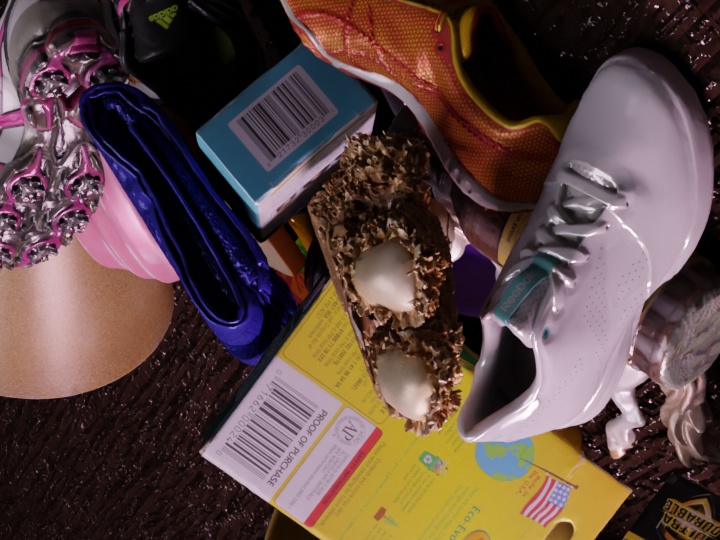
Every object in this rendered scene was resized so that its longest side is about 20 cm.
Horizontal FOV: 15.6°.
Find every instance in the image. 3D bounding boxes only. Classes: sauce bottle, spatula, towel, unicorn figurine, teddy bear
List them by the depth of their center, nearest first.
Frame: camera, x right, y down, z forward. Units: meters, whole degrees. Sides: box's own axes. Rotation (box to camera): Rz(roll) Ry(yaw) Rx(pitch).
[{"bbox_3d":[0.021,0.002,1.232,0.200,0.066,0.146,-159,52,-87],"label":"teddy bear"},{"bbox_3d":[0.094,-0.021,1.283,0.200,0.065,0.065,38,158,28],"label":"sauce bottle"},{"bbox_3d":[0.102,0.025,1.357,0.199,0.074,0.138,14,145,30],"label":"unicorn figurine"},{"bbox_3d":[0.038,-0.053,1.391,0.056,0.021,0.201,-13,118,22],"label":"spatula"},{"bbox_3d":[-0.086,-0.025,1.415,0.148,0.049,0.200,58,177,8],"label":"towel"}]

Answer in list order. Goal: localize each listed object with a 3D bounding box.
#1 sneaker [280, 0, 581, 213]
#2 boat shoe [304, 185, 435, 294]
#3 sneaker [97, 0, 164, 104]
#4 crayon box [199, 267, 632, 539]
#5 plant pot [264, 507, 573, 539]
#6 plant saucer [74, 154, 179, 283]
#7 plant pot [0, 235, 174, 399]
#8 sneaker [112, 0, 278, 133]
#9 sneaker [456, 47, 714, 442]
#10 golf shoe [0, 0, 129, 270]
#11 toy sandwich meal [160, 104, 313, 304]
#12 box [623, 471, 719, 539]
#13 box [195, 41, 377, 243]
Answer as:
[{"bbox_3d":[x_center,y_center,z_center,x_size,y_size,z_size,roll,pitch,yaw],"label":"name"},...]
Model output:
[{"bbox_3d":[0.035,-0.113,1.262,0.200,0.073,0.077,41,133,24],"label":"sneaker"},{"bbox_3d":[0.000,0.000,1.476,0.072,0.072,0.201,-123,33,-44],"label":"boat shoe"},{"bbox_3d":[-0.151,-0.186,1.486,0.200,0.078,0.079,57,152,-13],"label":"sneaker"},{"bbox_3d":[0.030,0.102,1.412,0.200,0.127,0.051,37,-169,-6],"label":"crayon box"},{"bbox_3d":[0.051,0.158,1.568,0.142,0.201,0.200,30,167,-21],"label":"plant pot"},{"bbox_3d":[-0.164,-0.081,1.612,0.201,0.051,0.201,-23,-90,-83],"label":"plant saucer"},{"bbox_3d":[-0.222,-0.048,1.780,0.186,0.186,0.201,37,145,30],"label":"plant pot"},{"bbox_3d":[-0.105,-0.153,1.398,0.200,0.073,0.088,60,-166,-25],"label":"sneaker"},{"bbox_3d":[0.095,-0.002,1.181,0.075,0.088,0.201,35,125,31],"label":"sneaker"},{"bbox_3d":[-0.183,-0.086,1.486,0.092,0.072,0.201,62,143,36],"label":"golf shoe"},{"bbox_3d":[-0.057,-0.030,1.581,0.205,0.070,0.205,42,159,20],"label":"toy sandwich meal"},{"bbox_3d":[0.242,0.194,1.321,0.159,0.049,0.200,28,166,50],"label":"box"},{"bbox_3d":[-0.039,-0.067,1.386,0.049,0.082,0.200,49,175,3],"label":"box"}]
